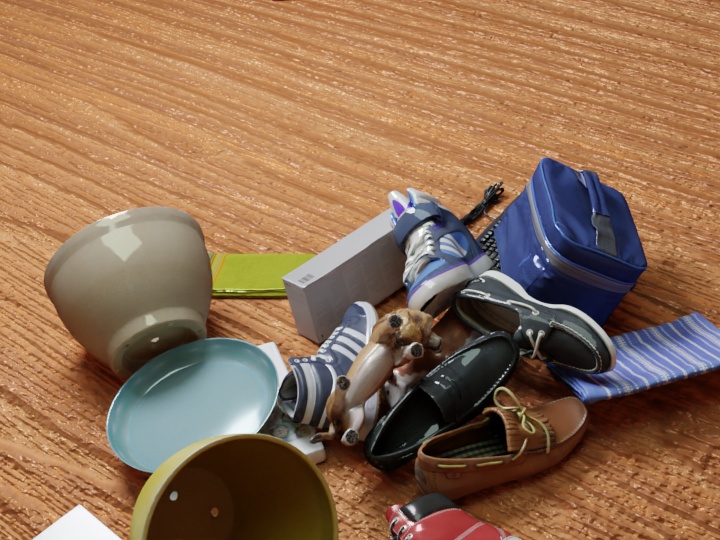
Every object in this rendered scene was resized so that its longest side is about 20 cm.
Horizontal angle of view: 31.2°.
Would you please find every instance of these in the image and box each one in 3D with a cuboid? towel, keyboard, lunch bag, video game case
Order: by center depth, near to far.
[{"bbox_3d":[0.310,0.093,1.410,0.198,0.024,0.145,-15,16,-8],"label":"towel"},{"bbox_3d":[-0.153,0.170,1.446,0.180,0.024,0.200,-18,38,-11],"label":"video game case"},{"bbox_3d":[0.248,-0.038,1.506,0.135,0.133,0.201,22,34,-19],"label":"lunch bag"},{"bbox_3d":[-0.158,0.002,1.672,0.198,0.018,0.086,0,39,12],"label":"towel"},{"bbox_3d":[0.190,-0.067,1.688,0.126,0.021,0.200,19,44,32],"label":"keyboard"}]

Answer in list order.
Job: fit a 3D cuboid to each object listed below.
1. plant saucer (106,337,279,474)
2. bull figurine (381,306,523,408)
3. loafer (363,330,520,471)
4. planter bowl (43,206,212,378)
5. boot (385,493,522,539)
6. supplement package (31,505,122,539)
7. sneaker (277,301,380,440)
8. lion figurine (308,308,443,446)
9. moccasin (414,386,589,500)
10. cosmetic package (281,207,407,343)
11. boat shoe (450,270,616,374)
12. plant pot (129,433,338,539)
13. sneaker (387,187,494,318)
[{"bbox_3d":[-0.182,0.153,1.421,0.198,0.028,0.201,-10,40,8],"label":"plant saucer"},{"bbox_3d":[0.109,0.096,1.456,0.120,0.066,0.200,19,47,27],"label":"bull figurine"},{"bbox_3d":[0.087,0.137,1.349,0.200,0.070,0.068,-39,81,-2],"label":"loafer"},{"bbox_3d":[-0.256,0.041,1.520,0.198,0.201,0.136,-20,62,-14],"label":"planter bowl"},{"bbox_3d":[0.046,0.289,1.215,0.144,0.073,0.199,26,41,38],"label":"boot"},{"bbox_3d":[-0.230,0.343,1.089,0.150,0.202,0.151,27,50,37],"label":"supplement package"},{"bbox_3d":[-0.036,0.101,1.451,0.107,0.071,0.201,10,39,-9],"label":"sneaker"},{"bbox_3d":[0.010,0.111,1.350,0.200,0.122,0.073,-43,89,-15],"label":"lion figurine"},{"bbox_3d":[0.147,0.171,1.332,0.199,0.078,0.074,-14,37,-14],"label":"moccasin"},{"bbox_3d":[0.000,0.000,1.585,0.199,0.083,0.050,-33,32,-29],"label":"cosmetic package"},{"bbox_3d":[0.183,0.066,1.391,0.060,0.076,0.199,-27,36,-34],"label":"boat shoe"},{"bbox_3d":[-0.141,0.248,1.231,0.199,0.202,0.142,-31,15,-26],"label":"plant pot"},{"bbox_3d":[0.067,-0.027,1.503,0.147,0.081,0.200,47,27,10],"label":"sneaker"}]
